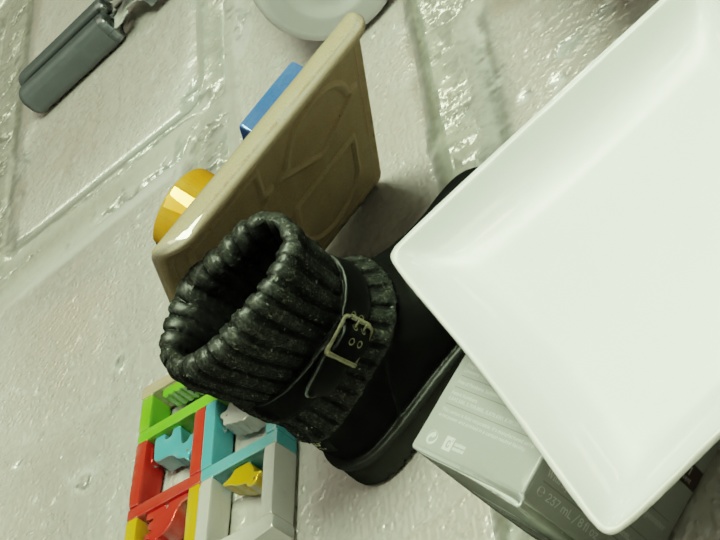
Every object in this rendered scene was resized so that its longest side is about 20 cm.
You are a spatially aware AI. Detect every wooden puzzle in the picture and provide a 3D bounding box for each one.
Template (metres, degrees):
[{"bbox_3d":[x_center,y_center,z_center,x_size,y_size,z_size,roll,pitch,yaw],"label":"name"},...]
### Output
[{"bbox_3d":[-0.058,-0.040,1.001,0.046,0.200,0.185,32,69,16],"label":"wooden puzzle"}]

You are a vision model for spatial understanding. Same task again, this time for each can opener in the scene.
[{"bbox_3d":[-0.244,-0.228,1.513,0.200,0.067,0.053,-40,35,18],"label":"can opener"}]

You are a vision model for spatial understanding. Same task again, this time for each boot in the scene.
[{"bbox_3d":[0.001,0.001,0.923,0.079,0.158,0.212,17,72,55],"label":"boot"}]

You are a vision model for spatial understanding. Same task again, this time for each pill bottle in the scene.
[{"bbox_3d":[-0.050,-0.261,1.272,0.111,0.111,0.200,-44,34,12],"label":"pill bottle"}]

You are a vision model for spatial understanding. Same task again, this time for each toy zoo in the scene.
[{"bbox_3d":[-0.092,0.128,1.040,0.131,0.020,0.201,-30,39,29],"label":"toy zoo"}]

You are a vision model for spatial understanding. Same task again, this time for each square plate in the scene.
[{"bbox_3d":[0.131,-0.013,0.721,0.198,0.028,0.200,-42,45,5],"label":"square plate"}]

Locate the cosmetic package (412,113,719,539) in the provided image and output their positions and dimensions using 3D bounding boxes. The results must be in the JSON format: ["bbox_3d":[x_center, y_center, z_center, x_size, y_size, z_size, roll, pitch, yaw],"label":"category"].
[{"bbox_3d":[0.125,0.032,0.794,0.090,0.107,0.201,23,79,52],"label":"cosmetic package"}]
